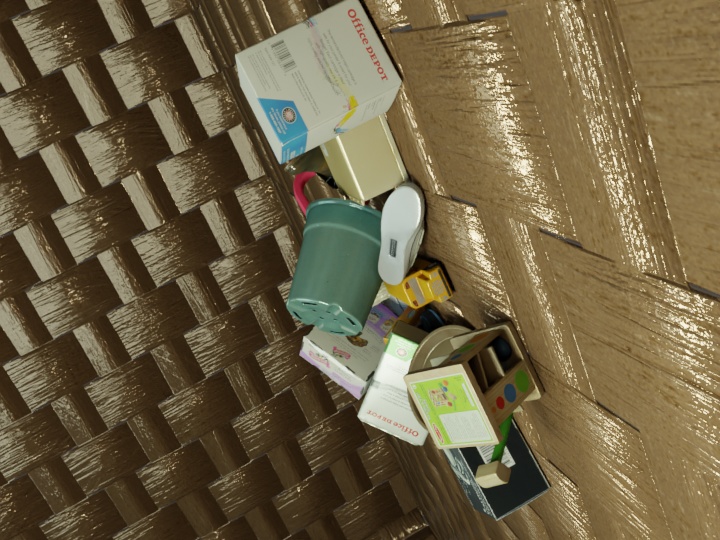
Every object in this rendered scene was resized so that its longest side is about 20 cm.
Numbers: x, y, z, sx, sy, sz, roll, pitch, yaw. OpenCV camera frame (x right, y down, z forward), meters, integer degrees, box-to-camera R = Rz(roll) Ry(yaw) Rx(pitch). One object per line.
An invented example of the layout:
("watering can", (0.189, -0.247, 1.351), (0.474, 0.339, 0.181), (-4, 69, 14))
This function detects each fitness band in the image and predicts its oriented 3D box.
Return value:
("fitness band", (-0.064, -0.164, 1.579), (0.201, 0.143, 0.038), (57, 171, 34))

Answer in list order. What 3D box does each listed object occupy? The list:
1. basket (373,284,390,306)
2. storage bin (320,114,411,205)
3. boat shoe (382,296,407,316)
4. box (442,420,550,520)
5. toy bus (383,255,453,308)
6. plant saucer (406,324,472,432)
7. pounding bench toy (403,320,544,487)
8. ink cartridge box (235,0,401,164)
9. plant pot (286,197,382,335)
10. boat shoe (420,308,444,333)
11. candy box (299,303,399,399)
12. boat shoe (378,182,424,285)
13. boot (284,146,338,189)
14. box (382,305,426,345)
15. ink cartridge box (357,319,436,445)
("basket", (0.000, 0.000, 1.541), (0.136, 0.199, 0.124), (55, 175, 41))
("storage bin", (-0.017, -0.235, 1.288), (0.201, 0.093, 0.199), (66, 171, -19))
("boat shoe", (0.093, 0.126, 1.679), (0.201, 0.065, 0.074), (63, 170, 6))
("box", (0.241, 0.353, 1.403), (0.201, 0.123, 0.197), (62, 173, 10))
("toy bus", (0.103, 0.021, 1.369), (0.065, 0.078, 0.200), (65, 171, -13))
("plant saucer", (0.165, 0.199, 1.306), (0.029, 0.201, 0.200), (17, -152, -42))
("pounding bench toy", (0.193, 0.202, 1.098), (0.124, 0.156, 0.201), (-22, 96, 48))
("ink cartridge box", (-0.064, -0.279, 1.087), (0.148, 0.199, 0.145), (63, 173, 0))
("plant pot", (-0.038, 0.002, 1.351), (0.201, 0.199, 0.197), (90, -164, -65))
("boat shoe", (0.164, 0.180, 1.499), (0.201, 0.068, 0.084), (65, 170, -9))
("candy box", (-0.006, 0.153, 1.578), (0.167, 0.200, 0.072), (35, 139, 15))
("boat shoe", (0.079, -0.070, 1.264), (0.071, 0.070, 0.201), (23, 129, 21))
("boot", (-0.059, -0.203, 1.418), (0.097, 0.200, 0.075), (54, 134, 2))
("box", (0.126, 0.184, 1.560), (0.041, 0.119, 0.201), (1, 128, 42))
("ink cartridge box", (0.097, 0.223, 1.442), (0.146, 0.201, 0.083), (24, -162, 5))
